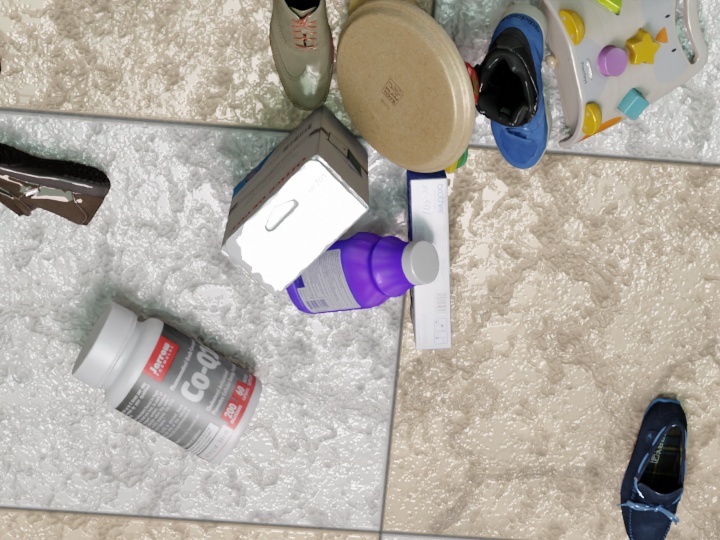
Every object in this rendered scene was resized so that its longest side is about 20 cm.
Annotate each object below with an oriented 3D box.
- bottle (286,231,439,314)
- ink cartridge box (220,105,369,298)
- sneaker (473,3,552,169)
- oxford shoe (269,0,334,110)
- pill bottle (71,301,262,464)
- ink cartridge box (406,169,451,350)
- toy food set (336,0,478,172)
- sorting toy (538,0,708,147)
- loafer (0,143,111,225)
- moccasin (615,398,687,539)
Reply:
[{"bbox_3d":[0.000,0.000,1.723,0.199,0.065,0.084,-9,108,45],"label":"bottle"},{"bbox_3d":[-0.068,-0.078,1.674,0.146,0.200,0.086,-42,107,15],"label":"ink cartridge box"},{"bbox_3d":[0.159,-0.171,1.665,0.076,0.112,0.202,14,134,16],"label":"sneaker"},{"bbox_3d":[-0.066,-0.263,1.668,0.069,0.075,0.203,-6,112,0],"label":"oxford shoe"},{"bbox_3d":[-0.223,0.127,1.797,0.199,0.114,0.114,31,108,-13],"label":"pill bottle"},{"bbox_3d":[0.077,-0.022,1.756,0.044,0.094,0.203,-3,112,-1],"label":"ink cartridge box"},{"bbox_3d":[0.047,-0.197,1.657,0.199,0.048,0.199,38,138,23],"label":"toy food set"},{"bbox_3d":[0.290,-0.248,1.687,0.178,0.107,0.202,-22,112,-13],"label":"sorting toy"},{"bbox_3d":[-0.379,-0.091,1.729,0.197,0.073,0.072,14,110,-7],"label":"loafer"},{"bbox_3d":[0.352,0.255,1.884,0.079,0.068,0.203,0,112,-1],"label":"moccasin"}]
